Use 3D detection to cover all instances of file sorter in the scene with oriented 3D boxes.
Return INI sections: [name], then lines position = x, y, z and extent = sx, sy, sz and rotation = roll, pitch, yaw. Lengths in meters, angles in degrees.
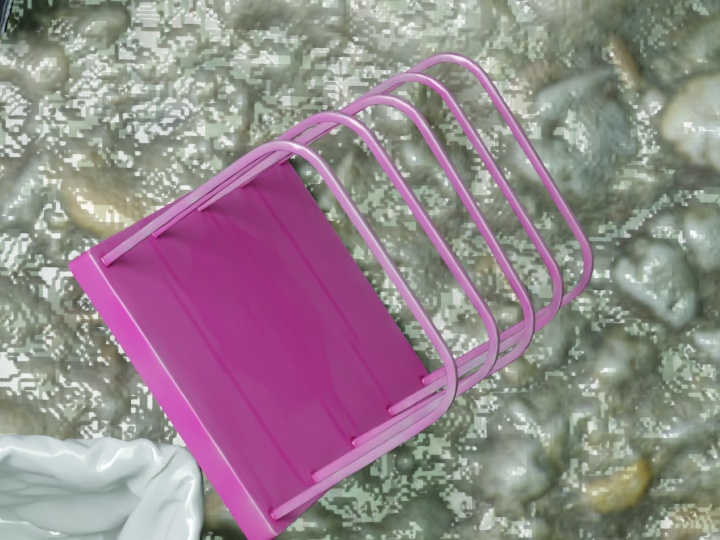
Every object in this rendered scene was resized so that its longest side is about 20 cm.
[file sorter]
position = 0.000, 0.000, 1.146
extent = 0.125, 0.200, 0.139
rotation = -33, 91, 26

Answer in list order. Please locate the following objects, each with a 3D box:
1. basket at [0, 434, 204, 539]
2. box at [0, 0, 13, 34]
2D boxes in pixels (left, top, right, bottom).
[basket]
position = -0.173, 0.170, 1.131
extent = 0.198, 0.161, 0.200
rotation = 3, 83, -10
[box]
position = -0.241, -0.203, 1.172
extent = 0.199, 0.107, 0.149
rotation = 6, 70, -10
